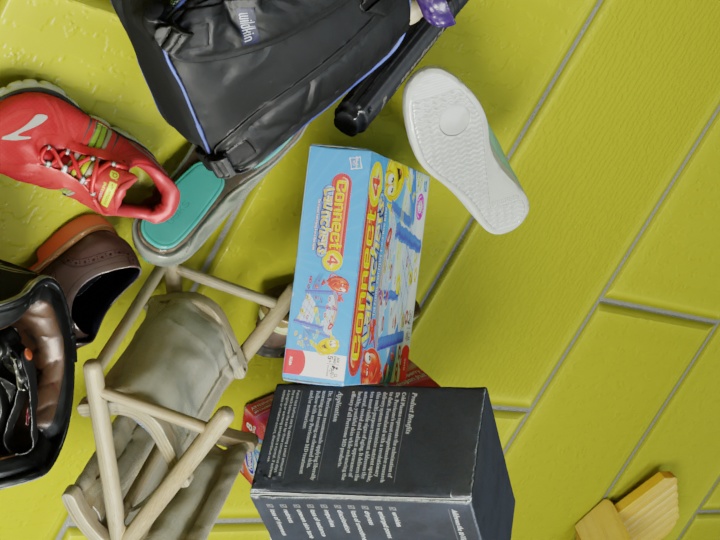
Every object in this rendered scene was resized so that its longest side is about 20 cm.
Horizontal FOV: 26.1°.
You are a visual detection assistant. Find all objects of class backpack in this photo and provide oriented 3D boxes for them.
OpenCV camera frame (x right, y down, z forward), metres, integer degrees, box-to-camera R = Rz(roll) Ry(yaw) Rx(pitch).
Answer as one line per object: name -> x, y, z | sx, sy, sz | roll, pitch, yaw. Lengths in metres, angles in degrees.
backpack -> -0.076, -0.201, 1.145 | 0.200, 0.147, 0.183 | -35, 143, -12

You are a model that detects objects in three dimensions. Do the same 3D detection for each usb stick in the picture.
usb stick -> 0.046, -0.198, 1.340 | 0.200, 0.033, 0.055 | -52, -178, -17

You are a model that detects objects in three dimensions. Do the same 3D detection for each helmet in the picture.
helmet -> -0.315, 0.073, 1.104 | 0.190, 0.200, 0.200 | 0, 137, 6

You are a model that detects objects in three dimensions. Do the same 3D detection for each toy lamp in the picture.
toy lamp -> -0.025, -0.182, 1.252 | 0.200, 0.058, 0.058 | -26, 144, 5

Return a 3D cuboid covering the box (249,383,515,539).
box -> 0.027, 0.206, 1.404 | 0.200, 0.196, 0.124 | 73, 24, -49

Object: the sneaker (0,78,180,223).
sneaker -> -0.208, -0.083, 1.166 | 0.200, 0.085, 0.077 | 16, 109, -53

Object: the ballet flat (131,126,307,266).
ballet flat -> -0.117, -0.083, 1.295 | 0.200, 0.067, 0.064 | -48, 175, -14

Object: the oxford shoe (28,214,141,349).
oxford shoe -> -0.260, 0.045, 1.240 | 0.200, 0.073, 0.071 | -47, 145, -3

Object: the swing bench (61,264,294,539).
swing bench -> -0.154, 0.119, 1.304 | 0.199, 0.130, 0.200 | -66, 174, -56

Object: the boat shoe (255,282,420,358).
boat shoe -> -0.027, 0.046, 1.507 | 0.200, 0.073, 0.065 | -1, 134, -43

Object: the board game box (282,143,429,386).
board game box -> 0.000, 0.000, 1.370 | 0.196, 0.056, 0.200 | 8, 89, -73

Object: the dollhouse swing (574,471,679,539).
dollhouse swing -> 0.419, 0.427, 2.270 | 0.176, 0.182, 0.200 | -21, 140, -4

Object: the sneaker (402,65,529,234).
sneaker -> 0.077, -0.129, 1.426 | 0.074, 0.118, 0.200 | -34, 132, 3

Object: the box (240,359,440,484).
box -> -0.017, 0.166, 1.595 | 0.200, 0.100, 0.096 | -21, 136, -34
